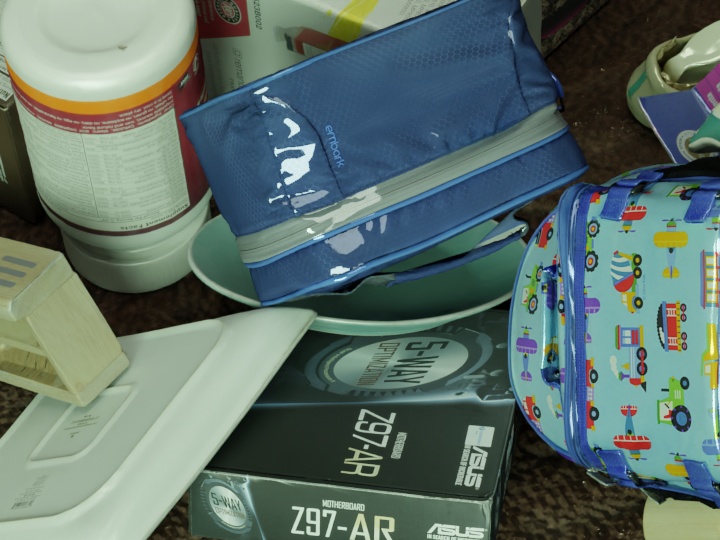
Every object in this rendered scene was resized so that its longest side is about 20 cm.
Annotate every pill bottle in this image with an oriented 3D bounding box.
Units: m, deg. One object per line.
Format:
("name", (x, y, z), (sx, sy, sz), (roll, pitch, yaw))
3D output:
("pill bottle", (-0.139, -0.082, 1.441), (0.109, 0.200, 0.110), (-2, 53, 2))

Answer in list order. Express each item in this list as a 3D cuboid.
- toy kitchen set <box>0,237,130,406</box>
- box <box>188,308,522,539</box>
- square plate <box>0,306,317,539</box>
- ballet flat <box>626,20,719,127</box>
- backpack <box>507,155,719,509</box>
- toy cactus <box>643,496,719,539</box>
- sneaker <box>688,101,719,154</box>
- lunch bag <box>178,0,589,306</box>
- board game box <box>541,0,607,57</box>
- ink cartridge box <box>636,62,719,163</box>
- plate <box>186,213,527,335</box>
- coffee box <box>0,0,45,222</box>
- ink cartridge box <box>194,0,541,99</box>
("toy kitchen set", (-0.277, 0.038, 1.343), (0.200, 0.163, 0.180), (-45, 33, -25))
("box", (0.005, 0.081, 1.360), (0.160, 0.044, 0.200), (6, 29, 9))
("square plate", (-0.140, 0.091, 1.338), (0.200, 0.028, 0.198), (-12, 32, 47))
("ballet flat", (0.258, -0.139, 1.542), (0.200, 0.070, 0.070), (-20, 55, -11))
("backpack", (0.153, 0.028, 1.301), (0.134, 0.183, 0.200), (-2, 6, -43))
("toy cactus", (0.236, 0.138, 1.337), (0.165, 0.102, 0.200), (0, 54, 28))
("sneaker", (0.253, -0.021, 1.349), (0.093, 0.070, 0.200), (-37, 71, 12))
("lunch bag", (0.021, -0.061, 1.333), (0.200, 0.136, 0.133), (-23, 95, -19))
("board game box", (0.092, -0.232, 1.538), (0.097, 0.200, 0.159), (34, 63, 26))
("ink cartridge box", (0.285, -0.046, 1.426), (0.200, 0.043, 0.197), (-11, 60, -35))
("plate", (0.000, 0.000, 1.439), (0.199, 0.026, 0.200), (3, 23, -1))
("coffee box", (-0.175, -0.143, 1.544), (0.080, 0.115, 0.200), (29, 61, 22))
("ink cartridge box", (0.002, -0.136, 1.506), (0.200, 0.145, 0.083), (22, 58, 19))
